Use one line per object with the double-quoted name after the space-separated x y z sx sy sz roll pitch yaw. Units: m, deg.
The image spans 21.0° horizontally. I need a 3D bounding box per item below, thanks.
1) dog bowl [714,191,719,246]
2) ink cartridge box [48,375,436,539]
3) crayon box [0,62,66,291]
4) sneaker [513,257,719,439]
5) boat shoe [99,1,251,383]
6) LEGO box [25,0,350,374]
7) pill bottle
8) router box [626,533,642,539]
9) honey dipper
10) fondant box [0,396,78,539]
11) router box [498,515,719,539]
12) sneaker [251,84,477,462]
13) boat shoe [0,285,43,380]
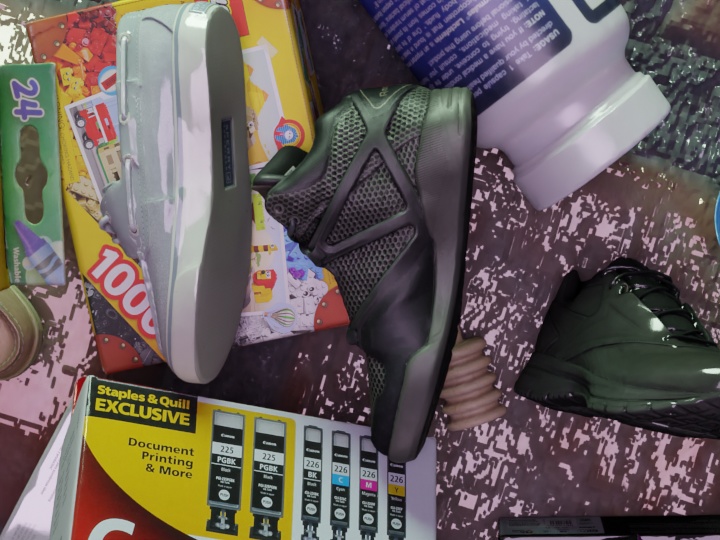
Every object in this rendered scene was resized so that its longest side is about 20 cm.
0.257 0.019 1.052 0.110 0.050 0.201 -10 55 11 "dog bowl"
-0.064 0.129 1.052 0.198 0.084 0.177 11 54 -14 "ink cartridge box"
-0.266 -0.049 1.059 0.198 0.052 0.127 -1 97 8 "crayon box"
0.151 0.040 1.047 0.075 0.200 0.092 15 87 -28 "sneaker"
-0.102 -0.042 1.039 0.071 0.070 0.203 3 97 21 "boat shoe"
-0.091 -0.057 1.103 0.148 0.077 0.202 -12 95 5 "LEGO box"
0.076 -0.140 1.065 0.115 0.116 0.201 -36 92 6 "pill bottle"
0.112 0.264 1.082 0.199 0.051 0.150 -33 93 9 "router box"
0.037 -0.007 1.122 0.038 0.038 0.202 -18 92 5 "honey dipper"
-0.111 0.180 1.139 0.199 0.058 0.145 30 97 1 "fondant box"
0.179 0.225 1.127 0.198 0.052 0.159 -2 96 4 "router box"
0.000 0.000 1.033 0.113 0.076 0.201 5 103 9 "sneaker"
-0.280 0.006 1.127 0.199 0.065 0.072 29 97 1 "boat shoe"
